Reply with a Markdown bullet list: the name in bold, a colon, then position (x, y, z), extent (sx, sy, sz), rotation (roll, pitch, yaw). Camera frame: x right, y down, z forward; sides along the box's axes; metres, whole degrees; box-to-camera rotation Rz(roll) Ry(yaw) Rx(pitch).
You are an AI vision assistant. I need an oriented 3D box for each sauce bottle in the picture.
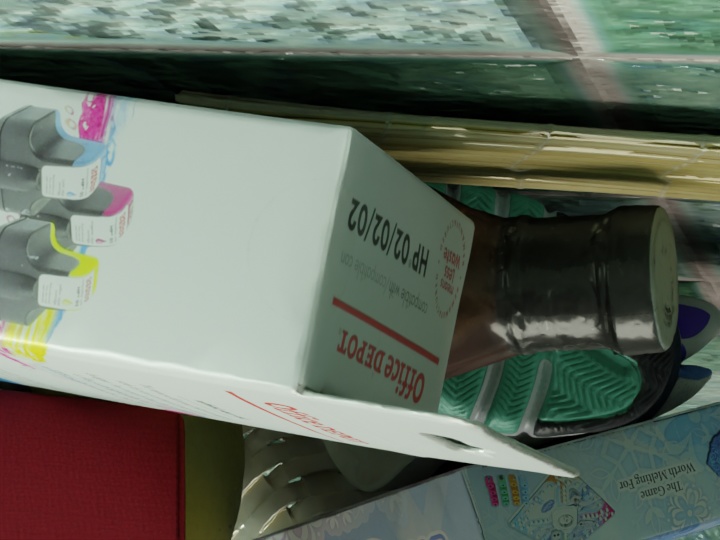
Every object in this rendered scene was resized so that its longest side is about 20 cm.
- **sauce bottle**: position (-0.011, 0.008, 0.844), extent (0.199, 0.066, 0.066), rotation (-1, 173, 17)

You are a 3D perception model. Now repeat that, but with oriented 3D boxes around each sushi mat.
- **sushi mat**: position (0.046, -0.032, 0.817), extent (0.199, 0.012, 0.096), rotation (4, 176, -3)

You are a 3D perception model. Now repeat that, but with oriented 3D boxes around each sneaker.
- **sneaker**: position (0.000, 0.000, 0.950), extent (0.199, 0.075, 0.088), rotation (15, -177, -8)
- **sneaker**: position (0.083, 0.017, 1.073), extent (0.146, 0.081, 0.200), rotation (-17, 170, -31)

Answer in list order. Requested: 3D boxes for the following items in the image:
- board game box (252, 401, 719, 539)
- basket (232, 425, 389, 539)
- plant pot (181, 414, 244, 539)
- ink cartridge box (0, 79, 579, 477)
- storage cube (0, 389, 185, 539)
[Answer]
- **board game box**: position (0.055, 0.091, 1.069), extent (0.198, 0.044, 0.200), rotation (-10, 171, -38)
- **basket**: position (-0.024, 0.084, 1.252), extent (0.176, 0.200, 0.139), rotation (7, 137, -36)
- **plant pot**: position (-0.158, 0.053, 1.028), extent (0.199, 0.201, 0.142), rotation (0, 149, 25)
- **ink cartridge box**: position (-0.045, 0.000, 0.760), extent (0.199, 0.068, 0.115), rotation (9, 173, 18)
- **storage cube**: position (-0.150, 0.143, 0.849), extent (0.199, 0.180, 0.171), rotation (6, 152, -16)
